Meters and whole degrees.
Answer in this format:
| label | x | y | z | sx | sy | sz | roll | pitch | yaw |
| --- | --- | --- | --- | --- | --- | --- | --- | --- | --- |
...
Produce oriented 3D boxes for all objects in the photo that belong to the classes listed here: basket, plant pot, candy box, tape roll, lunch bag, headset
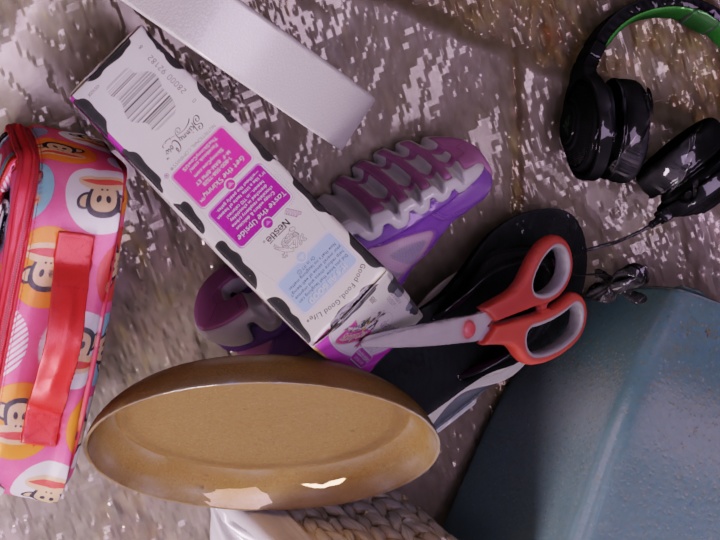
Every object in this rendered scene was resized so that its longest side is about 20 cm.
| label | x | y | z | sx | sy | sz | roll | pitch | yaw |
| --- | --- | --- | --- | --- | --- | --- | --- | --- | --- |
| basket | -0.004 | 0.213 | 1.462 | 0.123 | 0.200 | 0.136 | -4 | 105 | -22 |
| plant pot | 0.189 | 0.117 | 1.502 | 0.195 | 0.196 | 0.201 | 18 | 85 | -20 |
| candy box | -0.061 | -0.033 | 1.365 | 0.061 | 0.136 | 0.200 | -45 | 74 | -1 |
| tape roll | -0.083 | -0.137 | 1.346 | 0.202 | 0.203 | 0.037 | 34 | 93 | -21 |
| lunch bag | -0.180 | 0.026 | 1.369 | 0.081 | 0.176 | 0.201 | 10 | 101 | -15 |
| plant pot | -0.055 | 0.089 | 1.367 | 0.199 | 0.200 | 0.028 | 7 | 65 | -18 |
| headset | 0.180 | -0.074 | 1.482 | 0.123 | 0.094 | 0.201 | 25 | 78 | -11 |

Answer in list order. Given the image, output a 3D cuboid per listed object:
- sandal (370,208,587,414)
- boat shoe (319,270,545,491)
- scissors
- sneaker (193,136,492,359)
| label | x | y | z | sx | sy | sz | roll | pitch | yaw |
| --- | --- | --- | --- | --- | --- | --- | --- | --- | --- |
| sandal | 0.076 | 0.030 | 1.462 | 0.200 | 0.048 | 0.076 | -38 | 102 | -31 |
| boat shoe | 0.041 | 0.062 | 1.507 | 0.200 | 0.062 | 0.073 | -44 | 95 | -22 |
| scissors | 0.069 | 0.038 | 1.399 | 0.200 | 0.014 | 0.074 | -28 | 118 | -46 |
| sneaker | 0.000 | 0.000 | 1.475 | 0.200 | 0.081 | 0.089 | -36 | 117 | 0 |
